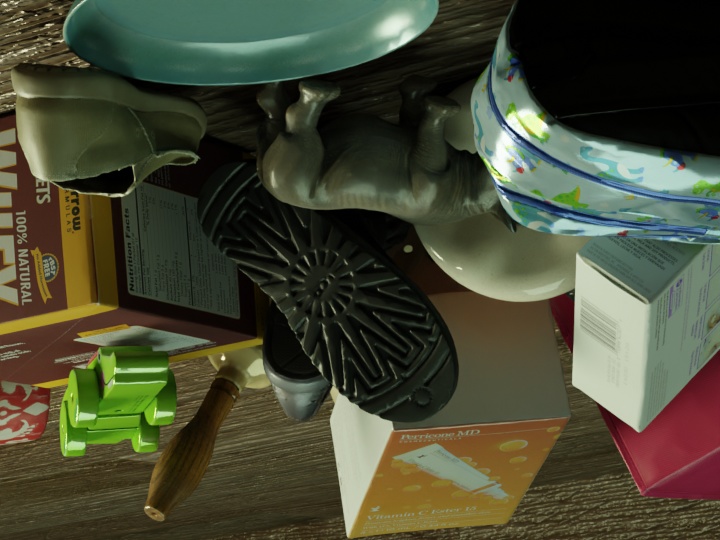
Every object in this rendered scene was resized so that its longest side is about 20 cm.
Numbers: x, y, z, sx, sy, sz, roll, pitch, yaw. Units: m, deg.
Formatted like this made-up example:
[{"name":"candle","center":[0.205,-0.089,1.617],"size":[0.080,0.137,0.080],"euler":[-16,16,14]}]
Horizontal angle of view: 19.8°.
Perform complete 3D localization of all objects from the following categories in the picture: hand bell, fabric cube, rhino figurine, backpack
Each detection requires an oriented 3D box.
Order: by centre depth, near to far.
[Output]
[{"name":"backpack","center":[0.162,-0.089,1.144],"size":[0.200,0.164,0.154],"euler":[8,146,-27]},{"name":"rhino figurine","center":[0.032,-0.068,1.237],"size":[0.199,0.088,0.060],"euler":[8,-155,-9]},{"name":"hand bell","center":[-0.099,0.089,1.437],"size":[0.104,0.200,0.104],"euler":[20,145,15]},{"name":"fabric cube","center":[0.274,0.030,1.470],"size":[0.199,0.200,0.196],"euler":[-34,159,24]}]

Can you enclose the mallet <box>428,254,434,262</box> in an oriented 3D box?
[{"name":"mallet","center":[0.129,0.005,1.399],"size":[0.200,0.041,0.066],"euler":[6,-150,28]}]

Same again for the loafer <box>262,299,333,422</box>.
[{"name":"loafer","center":[-0.028,0.014,1.420],"size":[0.072,0.200,0.063],"euler":[10,141,7]}]

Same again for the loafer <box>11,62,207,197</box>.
[{"name":"loafer","center":[-0.148,-0.076,1.191],"size":[0.076,0.068,0.200],"euler":[9,180,19]}]

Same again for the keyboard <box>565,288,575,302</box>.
[{"name":"keyboard","center":[0.213,-0.047,1.337],"size":[0.200,0.040,0.104],"euler":[-46,-170,-16]}]

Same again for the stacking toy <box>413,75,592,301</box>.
[{"name":"stacking toy","center":[0.123,-0.059,1.373],"size":[0.146,0.147,0.200],"euler":[-10,-179,18]}]

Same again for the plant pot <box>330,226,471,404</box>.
[{"name":"plant pot","center":[0.034,0.020,1.562],"size":[0.187,0.188,0.200],"euler":[-9,153,13]}]

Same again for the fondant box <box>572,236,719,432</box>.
[{"name":"fondant box","center":[0.212,-0.016,1.257],"size":[0.200,0.058,0.144],"euler":[-42,152,-23]}]

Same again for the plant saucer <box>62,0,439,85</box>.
[{"name":"plant saucer","center":[-0.059,-0.143,1.099],"size":[0.200,0.027,0.200],"euler":[-6,168,-1]}]

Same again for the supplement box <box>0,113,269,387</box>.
[{"name":"supplement box","center":[-0.197,-0.012,1.367],"size":[0.197,0.133,0.200],"euler":[-12,166,27]}]

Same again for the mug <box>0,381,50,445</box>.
[{"name":"mug","center":[-0.373,0.100,1.794],"size":[0.200,0.134,0.177],"euler":[-3,169,-27]}]

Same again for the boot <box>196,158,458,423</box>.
[{"name":"boot","center":[0.001,-0.002,1.325],"size":[0.079,0.211,0.158],"euler":[-43,172,18]}]

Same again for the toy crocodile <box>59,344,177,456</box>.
[{"name":"toy crocodile","center":[-0.165,0.083,1.382],"size":[0.067,0.062,0.200],"euler":[-2,163,-15]}]

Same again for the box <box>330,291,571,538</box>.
[{"name":"box","center":[0.057,0.102,1.436],"size":[0.124,0.098,0.200],"euler":[-4,153,-11]}]
